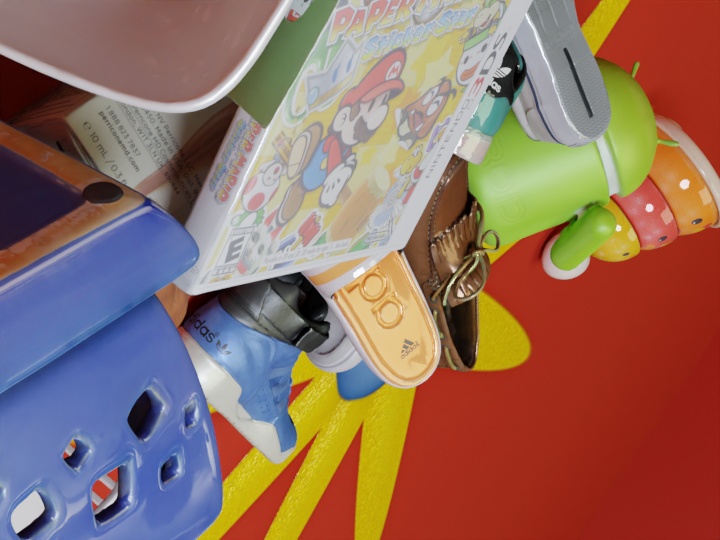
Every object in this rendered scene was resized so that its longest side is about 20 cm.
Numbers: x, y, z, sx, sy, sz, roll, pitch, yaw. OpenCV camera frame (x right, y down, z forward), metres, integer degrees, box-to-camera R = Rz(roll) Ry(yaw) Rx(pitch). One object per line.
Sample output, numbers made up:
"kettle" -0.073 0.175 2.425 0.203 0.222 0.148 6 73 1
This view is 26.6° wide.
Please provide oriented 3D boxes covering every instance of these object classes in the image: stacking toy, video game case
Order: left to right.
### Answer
"video game case" 0.007 -0.080 0.717 0.200 0.023 0.183 -13 134 -59
"stacking toy" 0.274 -0.057 1.615 0.199 0.146 0.146 -37 156 -4

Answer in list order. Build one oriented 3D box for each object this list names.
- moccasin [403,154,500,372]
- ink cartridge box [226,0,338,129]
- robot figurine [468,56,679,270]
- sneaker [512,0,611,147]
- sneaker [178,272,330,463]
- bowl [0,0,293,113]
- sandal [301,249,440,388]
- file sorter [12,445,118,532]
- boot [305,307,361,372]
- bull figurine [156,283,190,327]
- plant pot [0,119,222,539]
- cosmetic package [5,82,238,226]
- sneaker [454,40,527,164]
"moccasin" 0.063 -0.004 1.080 0.074 0.077 0.203 -45 148 -42
"ink cartridge box" -0.057 -0.158 0.635 0.048 0.200 0.146 24 101 -31
"robot figurine" 0.138 -0.092 1.174 0.199 0.177 0.116 -22 161 3
"sneaker" 0.109 -0.177 1.063 0.073 0.071 0.202 -29 107 -37
"sneaker" -0.059 0.061 1.077 0.111 0.077 0.200 -45 151 -6
"bowl" -0.094 -0.176 0.553 0.201 0.199 0.075 -63 -177 8
"sandal" 0.006 -0.005 1.012 0.079 0.059 0.207 -41 114 -15
"file sorter" -0.199 0.167 0.861 0.139 0.124 0.201 -45 156 -26
"boot" -0.014 -0.020 1.094 0.095 0.073 0.202 0 112 -58
"bull figurine" -0.126 -0.008 0.858 0.122 0.065 0.200 -53 159 -20
"plant pot" -0.187 0.044 0.632 0.200 0.199 0.181 -35 143 -44
"cosmetic package" -0.070 -0.087 0.751 0.200 0.103 0.088 -41 110 -28
"sneaker" 0.075 -0.131 1.026 0.080 0.071 0.200 -58 -170 14
